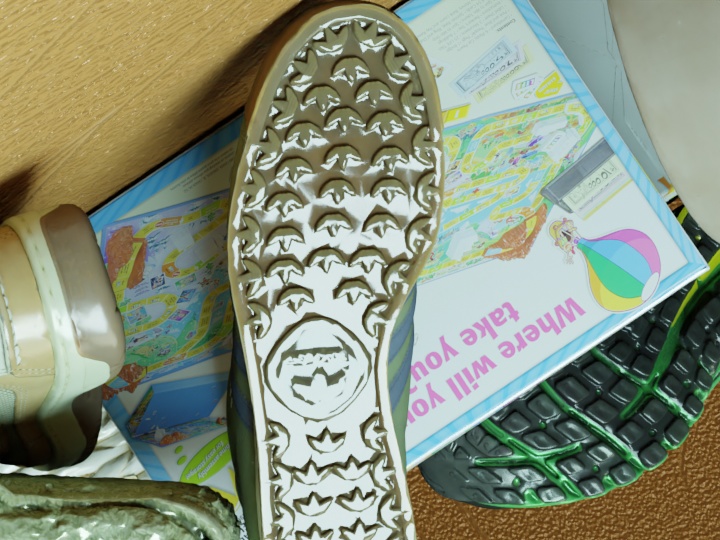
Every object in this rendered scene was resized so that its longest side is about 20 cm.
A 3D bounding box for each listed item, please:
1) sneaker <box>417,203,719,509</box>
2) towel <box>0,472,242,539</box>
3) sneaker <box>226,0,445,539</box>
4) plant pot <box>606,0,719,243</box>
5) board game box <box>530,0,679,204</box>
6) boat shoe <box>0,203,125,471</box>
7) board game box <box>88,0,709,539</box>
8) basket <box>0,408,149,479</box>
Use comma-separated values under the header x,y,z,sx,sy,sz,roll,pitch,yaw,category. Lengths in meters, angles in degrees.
x,y,z,sx,sy,sz,roll,pitch,yaw,category
0.100,0.031,1.073,0.200,0.078,0.085,-31,175,-28,sneaker
-0.137,0.079,0.882,0.200,0.037,0.148,3,177,0,towel
-0.015,0.010,0.921,0.067,0.201,0.090,-1,-168,-10,sneaker
0.171,-0.084,0.839,0.173,0.200,0.200,-19,-178,21,plant pot
0.041,-0.034,1.120,0.103,0.105,0.200,-29,173,-41,board game box
-0.124,0.026,0.900,0.076,0.072,0.200,-17,167,-13,boat shoe
0.000,0.000,0.996,0.200,0.135,0.034,-33,176,1,board game box
-0.119,0.105,1.111,0.200,0.161,0.198,-31,175,-21,basket
